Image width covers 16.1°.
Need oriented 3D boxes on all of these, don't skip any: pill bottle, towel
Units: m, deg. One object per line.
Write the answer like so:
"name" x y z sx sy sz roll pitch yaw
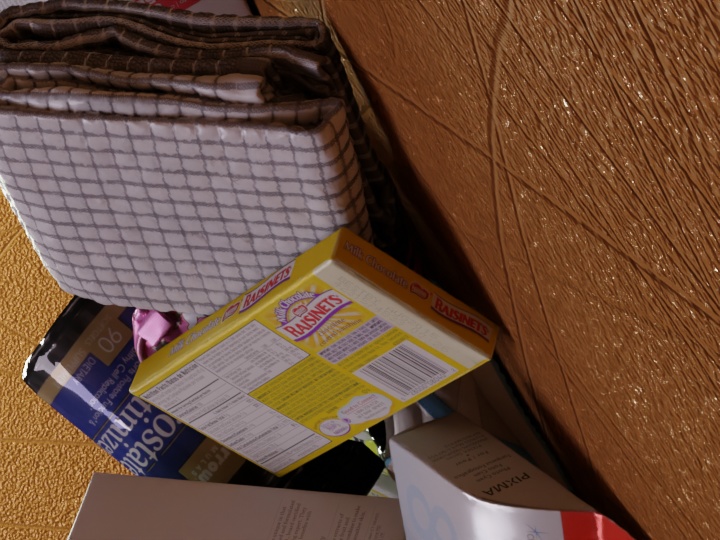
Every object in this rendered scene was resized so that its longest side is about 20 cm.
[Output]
"pill bottle" -0.088 0.081 1.472 0.200 0.112 0.112 39 176 -1
"towel" -0.084 -0.059 1.287 0.166 0.199 0.086 72 -153 -50

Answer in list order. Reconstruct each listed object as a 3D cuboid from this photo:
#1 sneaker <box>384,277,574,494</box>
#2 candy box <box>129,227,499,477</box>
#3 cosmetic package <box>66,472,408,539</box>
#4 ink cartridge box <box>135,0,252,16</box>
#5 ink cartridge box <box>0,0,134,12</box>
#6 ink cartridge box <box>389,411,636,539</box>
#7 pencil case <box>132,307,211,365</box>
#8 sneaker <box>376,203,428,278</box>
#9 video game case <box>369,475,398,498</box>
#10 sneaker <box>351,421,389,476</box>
"sneaker" 0.061 0.108 1.382 0.201 0.081 0.077 57 174 2
"candy box" -0.027 0.047 1.311 0.102 0.027 0.200 34 143 -20
"cosmetic package" -0.057 0.179 1.403 0.108 0.199 0.085 67 -148 -46
"ink cartridge box" -0.125 -0.171 1.572 0.147 0.083 0.200 56 175 36
"ink cartridge box" -0.185 -0.199 1.458 0.043 0.200 0.197 8 -146 -39
"ink cartridge box" 0.090 0.181 1.267 0.200 0.047 0.161 36 140 55
"pencil case" -0.072 -0.027 1.429 0.087 0.082 0.201 78 -164 -47
"sneaker" 0.000 0.000 1.432 0.082 0.070 0.201 -110 -1 -57
"video game case" -0.020 0.138 1.696 0.199 0.023 0.182 25 165 16
"sneaker" 0.036 0.094 1.529 0.200 0.075 0.076 28 161 49
